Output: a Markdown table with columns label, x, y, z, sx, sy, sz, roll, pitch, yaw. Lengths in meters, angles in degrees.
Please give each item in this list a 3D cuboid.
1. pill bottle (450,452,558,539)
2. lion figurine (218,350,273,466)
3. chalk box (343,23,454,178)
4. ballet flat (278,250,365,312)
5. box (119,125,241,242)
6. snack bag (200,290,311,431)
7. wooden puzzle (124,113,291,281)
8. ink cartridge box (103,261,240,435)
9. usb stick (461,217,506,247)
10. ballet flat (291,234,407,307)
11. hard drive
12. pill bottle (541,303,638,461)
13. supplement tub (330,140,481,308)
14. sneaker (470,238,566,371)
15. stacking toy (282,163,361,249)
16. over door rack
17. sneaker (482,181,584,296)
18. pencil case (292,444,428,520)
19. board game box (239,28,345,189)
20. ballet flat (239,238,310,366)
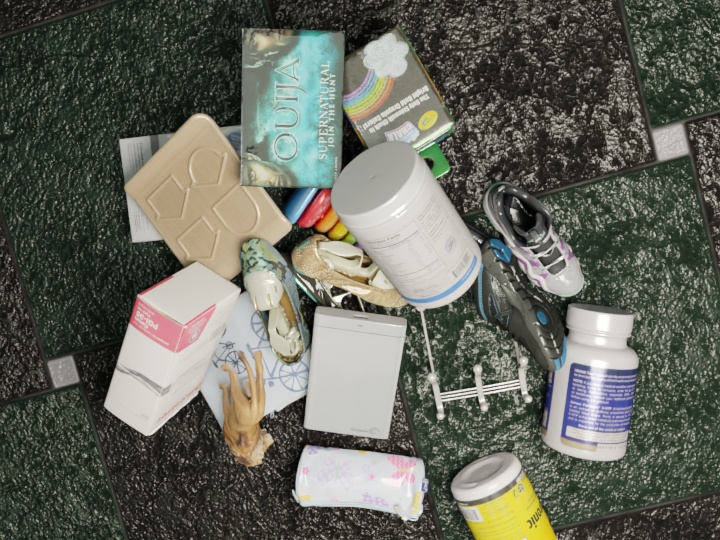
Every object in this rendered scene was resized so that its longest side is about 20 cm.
| label | x | y | z | sx | sy | sz | roll | pitch | yaw |
| --- | --- | --- | --- | --- | --- | --- | --- | --- | --- |
| pill bottle | 0.222 | 0.381 | 1.028 | 0.111 | 0.111 | 0.201 | -26 | 93 | 6 |
| lion figurine | -0.165 | 0.201 | 1.002 | 0.072 | 0.200 | 0.123 | -9 | 63 | -11 |
| chalk box | 0.051 | -0.213 | 0.985 | 0.124 | 0.124 | 0.201 | -29 | 93 | 5 |
| ballet flat | -0.044 | 0.037 | 1.047 | 0.068 | 0.068 | 0.201 | -37 | 102 | -3 |
| box | -0.252 | -0.129 | 1.056 | 0.198 | 0.041 | 0.157 | -5 | 95 | 4 |
| snack bag | -0.172 | 0.138 | 1.083 | 0.199 | 0.021 | 0.189 | -31 | 91 | 9 |
| wooden puzzle | -0.213 | -0.093 | 0.994 | 0.185 | 0.046 | 0.200 | -36 | 97 | 28 |
| ink cartridge box | -0.264 | 0.108 | 0.983 | 0.082 | 0.147 | 0.201 | 31 | 117 | 8 |
| usb stick | 0.123 | -0.062 | 1.028 | 0.199 | 0.033 | 0.056 | 32 | 116 | 5 |
| ballet flat | 0.000 | 0.000 | 0.998 | 0.199 | 0.071 | 0.065 | 17 | 139 | -26 |
| hard drive | -0.011 | 0.154 | 1.032 | 0.131 | 0.027 | 0.201 | 8 | 116 | 1 |
| pill bottle | 0.328 | 0.154 | 0.996 | 0.119 | 0.120 | 0.202 | 7 | 96 | 4 |
| supplement tub | 0.064 | -0.055 | 0.921 | 0.132 | 0.132 | 0.200 | -35 | 128 | 6 |
| sneaker | 0.213 | 0.056 | 0.979 | 0.082 | 0.073 | 0.201 | -40 | 73 | 35 |
| stacking toy | -0.004 | -0.071 | 1.021 | 0.199 | 0.116 | 0.110 | 35 | 98 | -11 |
| over door rack | 0.164 | 0.112 | 1.032 | 0.146 | 0.067 | 0.202 | -11 | 94 | 4 |
| sneaker | 0.245 | -0.038 | 0.974 | 0.078 | 0.140 | 0.200 | -43 | 90 | 6 |
| pencil case | 0.001 | 0.317 | 1.053 | 0.198 | 0.083 | 0.091 | 6 | 73 | 5 |
| board game box | -0.088 | -0.209 | 0.914 | 0.134 | 0.028 | 0.202 | 1 | 95 | 0 |
| ballet flat | -0.119 | 0.051 | 0.983 | 0.074 | 0.074 | 0.201 | -19 | 119 | 6 |
